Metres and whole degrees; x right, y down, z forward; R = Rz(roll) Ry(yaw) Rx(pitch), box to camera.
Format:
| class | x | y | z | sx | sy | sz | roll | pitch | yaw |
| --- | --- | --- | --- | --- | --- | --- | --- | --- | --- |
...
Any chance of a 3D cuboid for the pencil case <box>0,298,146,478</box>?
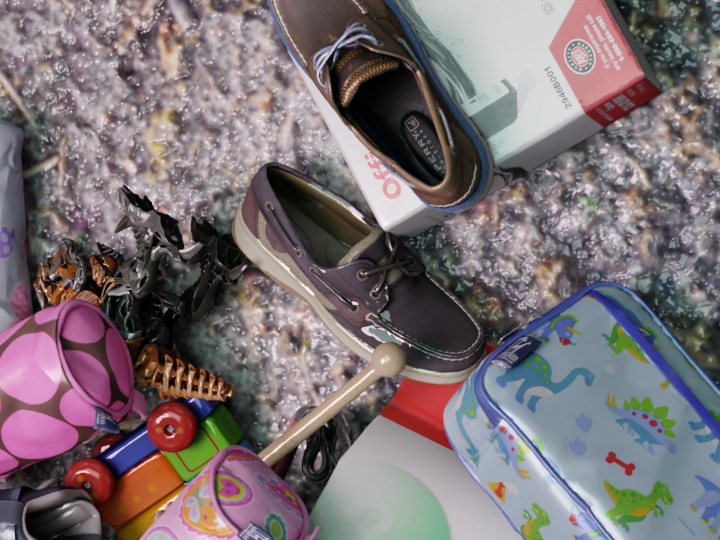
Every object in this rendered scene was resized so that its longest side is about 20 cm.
| class | x | y | z | sx | sy | sz | roll | pitch | yaw |
| --- | --- | --- | --- | --- | --- | --- | --- | --- | --- |
| pencil case | -0.241 | 0.099 | 1.368 | 0.199 | 0.094 | 0.091 | -24 | 45 | 24 |

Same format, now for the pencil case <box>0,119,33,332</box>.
| class | x | y | z | sx | sy | sz | roll | pitch | yaw |
| --- | --- | --- | --- | --- | --- | --- | --- | --- | --- |
| pencil case | -0.272 | -0.008 | 1.454 | 0.083 | 0.091 | 0.201 | -5 | 87 | 15 |

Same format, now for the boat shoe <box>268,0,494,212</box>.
| class | x | y | z | sx | sy | sz | roll | pitch | yaw |
| --- | --- | --- | --- | --- | --- | --- | --- | --- | --- |
| boat shoe | 0.008 | -0.124 | 1.304 | 0.072 | 0.072 | 0.200 | -45 | 76 | 10 |

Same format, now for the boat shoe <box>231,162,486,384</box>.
| class | x | y | z | sx | sy | sz | roll | pitch | yaw |
| --- | --- | --- | --- | --- | --- | --- | --- | --- | --- |
| boat shoe | 0.000 | 0.000 | 1.382 | 0.200 | 0.065 | 0.072 | 37 | 54 | 18 |

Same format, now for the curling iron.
| class | x | y | z | sx | sy | sz | roll | pitch | yaw |
| --- | --- | --- | --- | --- | --- | --- | --- | --- | --- |
| curling iron | -0.066 | 0.175 | 1.368 | 0.049 | 0.026 | 0.201 | 31 | 84 | 16 |

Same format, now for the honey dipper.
| class | x | y | z | sx | sy | sz | roll | pitch | yaw |
| --- | --- | --- | --- | --- | --- | --- | --- | --- | --- |
| honey dipper | -0.050 | 0.111 | 1.344 | 0.200 | 0.038 | 0.038 | -41 | 78 | 14 |

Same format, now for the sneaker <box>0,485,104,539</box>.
| class | x | y | z | sx | sy | sz | roll | pitch | yaw |
| --- | --- | --- | --- | --- | --- | --- | --- | --- | --- |
| sneaker | -0.234 | 0.210 | 1.395 | 0.145 | 0.203 | 0.077 | -10 | 57 | 3 |

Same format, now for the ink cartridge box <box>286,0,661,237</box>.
| class | x | y | z | sx | sy | sz | roll | pitch | yaw |
| --- | --- | --- | --- | --- | --- | --- | --- | --- | --- |
| ink cartridge box | 0.073 | -0.132 | 1.368 | 0.199 | 0.084 | 0.145 | -31 | 80 | 14 |

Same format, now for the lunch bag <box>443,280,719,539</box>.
| class | x | y | z | sx | sy | sz | roll | pitch | yaw |
| --- | --- | --- | --- | --- | --- | --- | --- | --- | --- |
| lunch bag | 0.163 | 0.113 | 1.301 | 0.200 | 0.160 | 0.083 | 51 | 144 | 12 |

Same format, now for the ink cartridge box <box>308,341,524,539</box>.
| class | x | y | z | sx | sy | sz | roll | pitch | yaw |
| --- | --- | --- | --- | --- | --- | --- | --- | --- | --- |
| ink cartridge box | 0.070 | 0.140 | 1.338 | 0.160 | 0.050 | 0.201 | 25 | 73 | 14 |

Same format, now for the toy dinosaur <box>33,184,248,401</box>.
| class | x | y | z | sx | sy | sz | roll | pitch | yaw |
| --- | --- | --- | --- | --- | --- | --- | --- | --- | --- |
| toy dinosaur | -0.143 | 0.028 | 1.411 | 0.200 | 0.102 | 0.136 | 35 | 98 | 20 |

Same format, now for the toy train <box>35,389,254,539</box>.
| class | x | y | z | sx | sy | sz | roll | pitch | yaw |
| --- | --- | --- | --- | --- | --- | --- | --- | --- | --- |
| toy train | -0.155 | 0.171 | 1.426 | 0.199 | 0.085 | 0.116 | -35 | 93 | 12 |

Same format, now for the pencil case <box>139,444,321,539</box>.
| class | x | y | z | sx | sy | sz | roll | pitch | yaw |
| --- | --- | --- | --- | --- | --- | --- | --- | --- | --- |
| pencil case | -0.113 | 0.199 | 1.311 | 0.088 | 0.087 | 0.200 | 50 | 118 | 12 |
